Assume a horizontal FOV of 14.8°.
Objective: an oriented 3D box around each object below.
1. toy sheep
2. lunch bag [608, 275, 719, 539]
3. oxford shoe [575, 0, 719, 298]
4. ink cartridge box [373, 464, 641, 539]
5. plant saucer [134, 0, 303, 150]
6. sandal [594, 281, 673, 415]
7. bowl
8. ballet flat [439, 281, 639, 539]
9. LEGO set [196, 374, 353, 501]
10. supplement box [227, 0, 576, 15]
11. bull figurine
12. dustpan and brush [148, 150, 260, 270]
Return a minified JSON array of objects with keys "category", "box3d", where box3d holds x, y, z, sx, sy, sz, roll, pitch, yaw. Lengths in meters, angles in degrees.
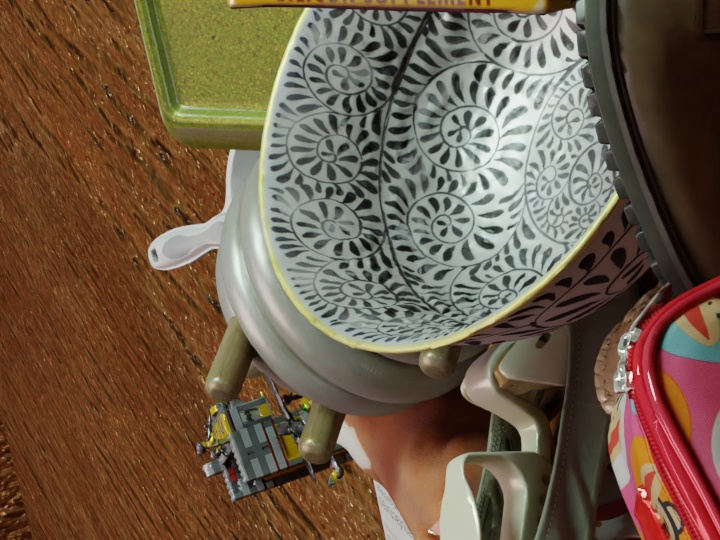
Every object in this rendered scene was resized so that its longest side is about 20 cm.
[{"category":"toy sheep","box3d":[0.000,0.000,1.142,0.200,0.137,0.139,-32,75,43]},{"category":"lunch bag","box3d":[0.152,0.086,0.739,0.082,0.175,0.201,100,148,-61]},{"category":"oxford shoe","box3d":[0.110,-0.089,0.844,0.073,0.084,0.201,-15,-78,-69]},{"category":"ink cartridge box","box3d":[0.079,0.175,1.294,0.147,0.082,0.201,-141,36,-63]},{"category":"plant saucer","box3d":[-0.033,-0.134,1.198,0.199,0.048,0.201,4,117,35]},{"category":"sandal","box3d":[0.119,0.045,1.021,0.212,0.069,0.078,102,146,-62]},{"category":"bowl","box3d":[0.065,-0.052,0.996,0.200,0.094,0.202,-24,55,39]},{"category":"ballet flat","box3d":[0.067,0.067,1.087,0.067,0.063,0.201,-27,47,53]},{"category":"LEGO set","box3d":[-0.045,0.046,1.524,0.200,0.115,0.155,148,103,-74]},{"category":"supplement box","box3d":[0.019,-0.185,0.889,0.086,0.110,0.201,-28,-61,-71]},{"category":"bull figurine","box3d":[0.046,0.070,1.205,0.200,0.121,0.065,-121,21,-58]},{"category":"dustpan and brush","box3d":[-0.042,-0.029,1.417,0.200,0.057,0.140,-18,88,56]}]
